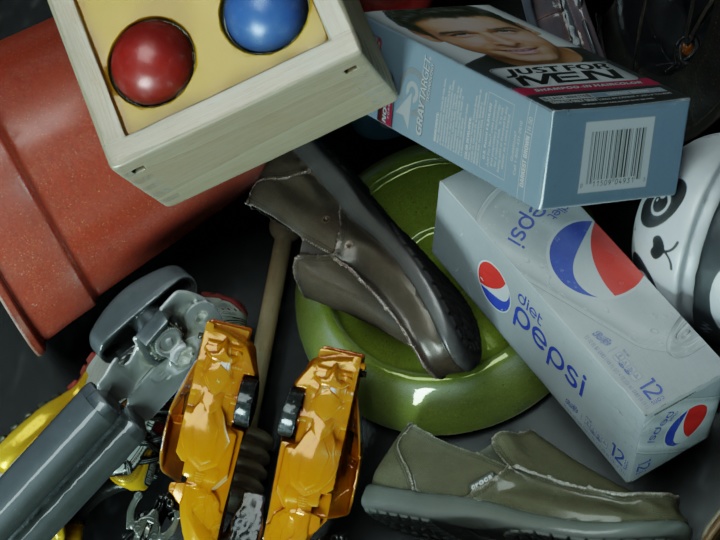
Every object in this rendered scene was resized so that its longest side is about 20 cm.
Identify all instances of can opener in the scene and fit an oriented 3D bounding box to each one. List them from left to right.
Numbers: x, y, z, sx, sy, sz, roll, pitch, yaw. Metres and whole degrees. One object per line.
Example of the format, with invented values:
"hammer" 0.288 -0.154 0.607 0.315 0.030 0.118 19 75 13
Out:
"can opener" -0.162 0.084 1.422 0.200 0.053 0.067 -47 44 0

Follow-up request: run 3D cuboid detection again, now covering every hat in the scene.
"hat" 0.210 -0.174 1.449 0.080 0.201 0.202 -3 57 -28

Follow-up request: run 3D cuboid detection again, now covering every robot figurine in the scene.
"robot figurine" -0.064 0.137 1.392 0.144 0.058 0.202 13 93 3
"robot figurine" 0.251 -0.004 1.342 0.199 0.125 0.151 20 69 25

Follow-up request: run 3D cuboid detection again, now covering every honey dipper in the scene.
"honey dipper" -0.061 0.052 1.478 0.038 0.038 0.202 3 65 20

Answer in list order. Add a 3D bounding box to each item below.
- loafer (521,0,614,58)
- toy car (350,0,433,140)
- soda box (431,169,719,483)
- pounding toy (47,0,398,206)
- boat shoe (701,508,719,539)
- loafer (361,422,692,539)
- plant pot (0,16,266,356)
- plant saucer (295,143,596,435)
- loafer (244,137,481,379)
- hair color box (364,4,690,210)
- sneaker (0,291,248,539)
"loafer" 0.137 -0.150 1.450 0.062 0.072 0.202 -9 83 22
"toy car" 0.011 -0.220 1.462 0.200 0.176 0.185 -39 57 29
"soda box" 0.123 0.021 1.360 0.063 0.069 0.200 -25 57 -23
"pounding toy" -0.110 -0.164 1.344 0.183 0.142 0.201 -24 75 7
"boat shoe" 0.192 0.200 1.301 0.075 0.074 0.201 19 74 25
"loafer" 0.097 0.124 1.367 0.198 0.075 0.070 7 73 22
"plant pot" -0.168 -0.081 1.495 0.194 0.201 0.201 -29 60 -4
"plant saucer" 0.051 0.002 1.457 0.198 0.031 0.202 -6 64 13
"loafer" 0.000 0.000 1.423 0.071 0.073 0.200 -43 57 6
"hair color box" 0.088 -0.098 1.363 0.200 0.098 0.061 33 123 51
"sneaker" -0.141 0.094 1.472 0.200 0.078 0.082 -45 68 4
